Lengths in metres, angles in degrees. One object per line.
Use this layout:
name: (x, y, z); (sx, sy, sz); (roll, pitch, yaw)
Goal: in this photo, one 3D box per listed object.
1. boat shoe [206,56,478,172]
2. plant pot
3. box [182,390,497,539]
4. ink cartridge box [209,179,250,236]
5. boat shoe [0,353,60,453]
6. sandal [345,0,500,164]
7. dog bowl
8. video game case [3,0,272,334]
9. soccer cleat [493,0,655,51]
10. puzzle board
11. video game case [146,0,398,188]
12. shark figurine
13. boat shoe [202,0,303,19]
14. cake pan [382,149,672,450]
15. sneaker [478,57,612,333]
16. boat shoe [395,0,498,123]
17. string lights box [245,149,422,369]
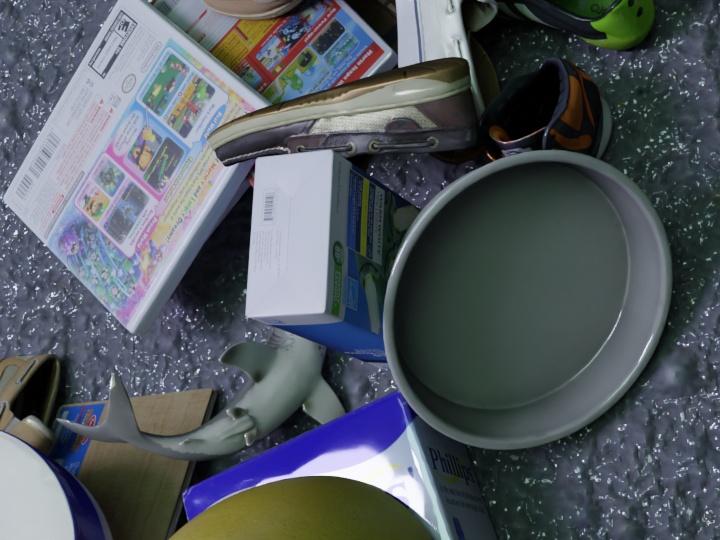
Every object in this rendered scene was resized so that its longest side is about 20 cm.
boat shoe: (-0.015, -0.089, 0.864); (0.199, 0.073, 0.065); (-10, 101, 33)
plant pot: (-0.057, 0.214, 0.756); (0.199, 0.142, 0.202); (-7, 74, 25)
box: (-0.002, 0.211, 0.870); (0.183, 0.105, 0.201); (-26, 66, 17)
ink cartridge box: (-0.137, -0.110, 1.045); (0.116, 0.067, 0.200); (43, 97, 28)
boat shoe: (-0.273, 0.136, 1.010); (0.076, 0.072, 0.201); (-20, 42, 15)
sandal: (0.043, -0.157, 0.976); (0.080, 0.054, 0.200); (-36, 60, 1)
dog bowl: (-0.271, 0.209, 0.880); (0.198, 0.079, 0.202); (-4, 66, 8)
video game case: (-0.172, -0.084, 0.994); (0.182, 0.024, 0.201); (41, 104, 28)
soccer cleat: (0.117, -0.211, 0.937); (0.199, 0.081, 0.068); (22, 87, 30)
puzzle board: (-0.196, 0.180, 0.981); (0.150, 0.017, 0.201); (-9, 45, 25)
video game case: (-0.081, -0.172, 0.986); (0.143, 0.017, 0.200); (-45, 63, 8)
shark figurine: (-0.100, 0.102, 0.953); (0.089, 0.214, 0.129); (-20, 98, 60)
boat shoe: (-0.056, -0.227, 0.924); (0.199, 0.064, 0.072); (-3, 79, 41)
cake pan: (0.104, 0.017, 0.837); (0.201, 0.200, 0.037); (-52, 25, 5)
sneaker: (0.107, -0.050, 0.881); (0.077, 0.112, 0.202); (10, 81, 28)
boat shoe: (0.062, -0.186, 0.912); (0.069, 0.071, 0.202); (-7, 71, 14)
string lights box: (0.000, 0.000, 0.871); (0.059, 0.200, 0.104); (-4, 76, 26)
